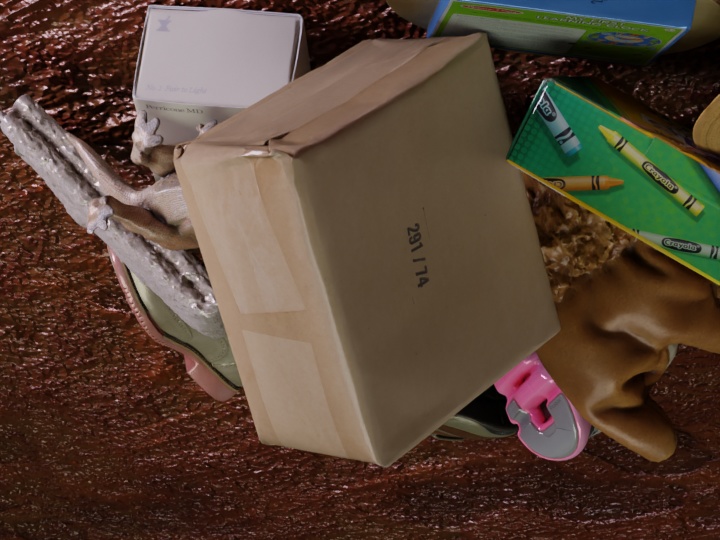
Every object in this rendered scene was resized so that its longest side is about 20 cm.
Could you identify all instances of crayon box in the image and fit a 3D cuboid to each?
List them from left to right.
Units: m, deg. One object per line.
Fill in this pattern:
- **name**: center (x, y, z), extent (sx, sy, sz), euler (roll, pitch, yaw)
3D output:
- **crayon box**: center (0.194, -0.043, 1.394), extent (0.199, 0.059, 0.119), euler (31, -167, 13)

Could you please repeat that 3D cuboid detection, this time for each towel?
- **towel**: center (-0.162, -0.032, 1.573), extent (0.200, 0.034, 0.133), euler (44, 174, 4)

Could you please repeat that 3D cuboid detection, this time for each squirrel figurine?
- **squirrel figurine**: center (0.176, -0.015, 1.521), extent (0.199, 0.142, 0.187), euler (30, 125, -14)

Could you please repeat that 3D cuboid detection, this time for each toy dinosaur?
- **toy dinosaur**: center (-0.088, -0.039, 1.475), extent (0.199, 0.087, 0.135), euler (6, 172, 23)

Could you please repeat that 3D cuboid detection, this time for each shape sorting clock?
- **shape sorting clock**: center (0.113, -0.155, 1.365), extent (0.198, 0.040, 0.200), euler (7, 175, 1)

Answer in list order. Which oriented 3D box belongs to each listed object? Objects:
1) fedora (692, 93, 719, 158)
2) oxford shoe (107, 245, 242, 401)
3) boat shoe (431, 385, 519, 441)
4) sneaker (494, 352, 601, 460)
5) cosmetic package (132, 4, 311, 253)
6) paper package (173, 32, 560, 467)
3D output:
- **fedora**: center (0.270, -0.133, 1.323), extent (0.199, 0.082, 0.201), euler (-16, 161, -6)
- **oxford shoe**: center (-0.124, 0.022, 1.792), extent (0.073, 0.071, 0.200), euler (-28, 142, 11)
- **boat shoe**: center (0.024, 0.078, 1.667), extent (0.199, 0.076, 0.074), euler (23, 151, -23)
- **sneaker**: center (0.120, 0.032, 1.635), extent (0.095, 0.201, 0.079), euler (-19, 164, -36)
- **cosmetic package**: center (-0.082, -0.086, 1.546), extent (0.103, 0.074, 0.200), euler (4, 153, 8)
- **paper package**: center (0.009, -0.016, 1.383), extent (0.103, 0.190, 0.201), euler (5, 119, 44)
